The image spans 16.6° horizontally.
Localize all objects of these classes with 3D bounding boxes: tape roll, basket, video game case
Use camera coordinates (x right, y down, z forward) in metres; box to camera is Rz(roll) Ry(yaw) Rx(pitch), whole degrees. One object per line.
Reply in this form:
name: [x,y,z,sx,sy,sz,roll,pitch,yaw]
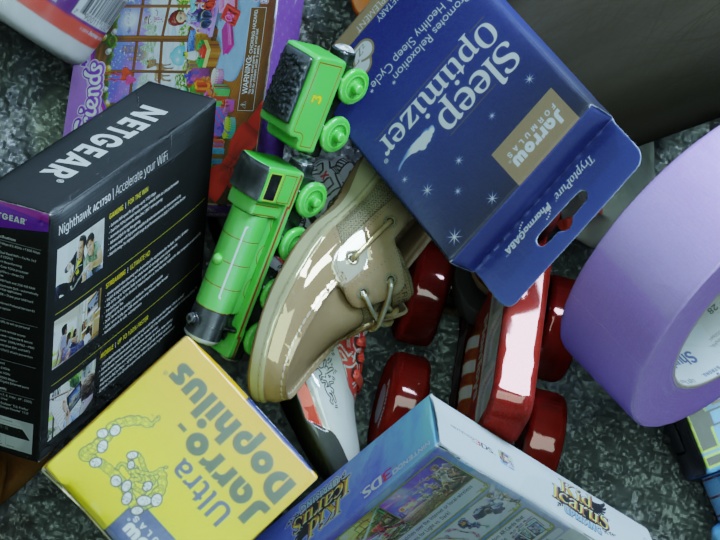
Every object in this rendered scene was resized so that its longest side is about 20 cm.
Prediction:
tape roll: [0.210,-0.003,1.434,0.200,0.200,0.066,-37,66,-13]
basket: [0.172,-0.148,1.446,0.199,0.136,0.181,-29,55,23]
video game case: [0.038,0.178,1.424,0.181,0.046,0.200,32,121,-32]

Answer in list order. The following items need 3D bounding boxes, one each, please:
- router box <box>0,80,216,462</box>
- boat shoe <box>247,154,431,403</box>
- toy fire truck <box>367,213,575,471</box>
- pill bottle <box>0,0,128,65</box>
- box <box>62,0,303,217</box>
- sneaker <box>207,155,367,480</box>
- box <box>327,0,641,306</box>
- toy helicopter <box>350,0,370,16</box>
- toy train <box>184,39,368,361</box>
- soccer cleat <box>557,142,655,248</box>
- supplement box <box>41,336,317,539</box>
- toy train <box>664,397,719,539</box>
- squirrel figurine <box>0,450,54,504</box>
router box: [-0.148,-0.004,1.388,0.051,0.200,0.150,15,116,18]
boat shoe: [0.000,0.000,1.443,0.064,0.071,0.200,24,62,15]
toy fire truck: [0.084,0.033,1.474,0.111,0.168,0.201,16,59,-6]
pill bottle: [-0.156,-0.234,1.474,0.111,0.111,0.200,35,93,-2]
box: [-0.107,-0.134,1.513,0.136,0.039,0.201,2,79,24]
sneaker: [-0.011,0.024,1.510,0.107,0.067,0.202,-20,71,-12]
box: [0.061,-0.088,1.411,0.121,0.032,0.200,-48,57,14]
toy helicopter: [0.085,-0.215,1.538,0.199,0.079,0.133,-11,72,18]
toy train: [-0.052,-0.040,1.435,0.056,0.042,0.201,8,108,-48]
soccer cleat: [0.141,-0.108,1.575,0.077,0.069,0.201,-3,72,-40]
supplement box: [-0.101,0.114,1.420,0.109,0.200,0.109,-43,90,-4]
toy train: [0.264,0.130,1.545,0.114,0.087,0.201,-21,85,-4]
squirrel figurine: [-0.275,0.109,1.405,0.141,0.187,0.200,42,78,-1]
